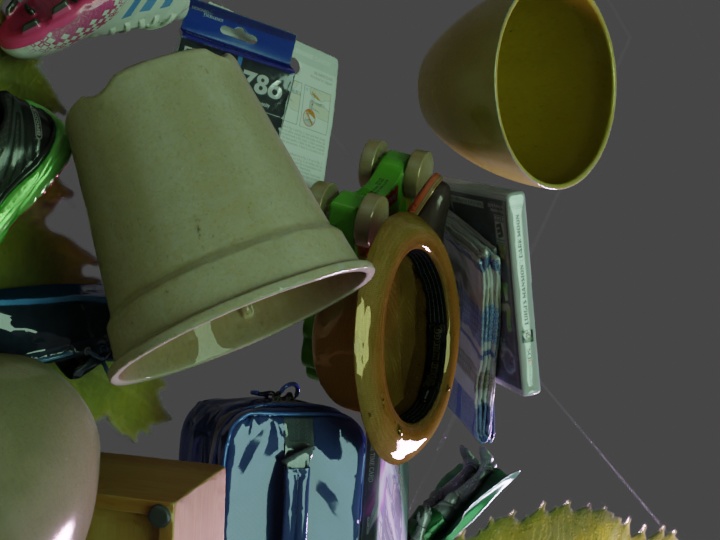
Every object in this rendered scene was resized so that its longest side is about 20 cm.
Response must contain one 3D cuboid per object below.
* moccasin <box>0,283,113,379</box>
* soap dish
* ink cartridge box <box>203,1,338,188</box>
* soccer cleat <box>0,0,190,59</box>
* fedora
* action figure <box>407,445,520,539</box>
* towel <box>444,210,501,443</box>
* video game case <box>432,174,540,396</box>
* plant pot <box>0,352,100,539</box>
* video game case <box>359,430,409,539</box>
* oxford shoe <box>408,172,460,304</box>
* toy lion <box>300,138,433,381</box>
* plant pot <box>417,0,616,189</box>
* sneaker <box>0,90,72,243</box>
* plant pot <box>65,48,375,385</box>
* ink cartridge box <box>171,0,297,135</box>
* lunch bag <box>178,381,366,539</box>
[{"bbox_3d":[-0.221,0.048,0.935,0.198,0.080,0.069,-1,99,-31],"label":"moccasin"},{"bbox_3d":[-0.182,0.241,0.920,0.081,0.155,0.203,-6,99,-73],"label":"soap dish"},{"bbox_3d":[-0.099,-0.105,1.062,0.161,0.050,0.203,15,78,-45],"label":"ink cartridge box"},{"bbox_3d":[-0.176,-0.205,0.934,0.199,0.070,0.087,-41,135,-16],"label":"soccer cleat"},{"bbox_3d":[0.014,0.053,1.005,0.200,0.081,0.204,-10,101,-62],"label":"fedora"},{"bbox_3d":[0.061,0.258,1.228,0.055,0.118,0.200,48,66,-10],"label":"action figure"},{"bbox_3d":[0.092,0.047,1.180,0.023,0.147,0.203,-10,116,-18],"label":"towel"},{"bbox_3d":[0.109,0.008,1.179,0.023,0.200,0.185,-11,102,-20],"label":"video game case"},{"bbox_3d":[-0.250,0.132,0.822,0.135,0.198,0.202,-45,124,-42],"label":"plant pot"},{"bbox_3d":[0.024,0.208,1.132,0.202,0.019,0.144,-84,165,-48],"label":"video game case"},{"bbox_3d":[0.064,0.006,1.126,0.071,0.072,0.202,-50,156,-52],"label":"oxford shoe"},{"bbox_3d":[0.000,0.000,1.132,0.200,0.068,0.194,-46,145,-58],"label":"toy lion"},{"bbox_3d":[0.141,-0.183,1.229,0.198,0.141,0.203,-5,97,-45],"label":"plant pot"},{"bbox_3d":[-0.286,-0.044,0.863,0.084,0.076,0.201,42,60,-18],"label":"sneaker"},{"bbox_3d":[-0.114,-0.044,0.870,0.199,0.200,0.186,-15,79,-44],"label":"plant pot"},{"bbox_3d":[-0.113,-0.111,0.979,0.098,0.039,0.203,15,82,-16],"label":"ink cartridge box"},{"bbox_3d":[-0.071,0.192,1.026,0.134,0.132,0.203,3,90,-27],"label":"lunch bag"}]
